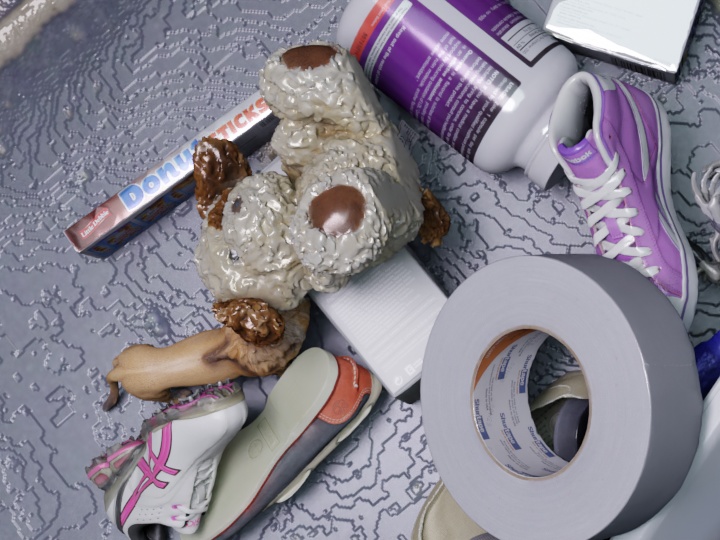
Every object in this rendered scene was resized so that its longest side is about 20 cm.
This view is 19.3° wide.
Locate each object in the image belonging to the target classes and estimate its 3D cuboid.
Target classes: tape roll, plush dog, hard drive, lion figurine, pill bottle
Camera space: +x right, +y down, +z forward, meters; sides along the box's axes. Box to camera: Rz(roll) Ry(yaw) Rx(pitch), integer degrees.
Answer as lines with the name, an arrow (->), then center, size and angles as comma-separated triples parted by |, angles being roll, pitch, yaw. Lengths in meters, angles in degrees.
tape roll -> 0.136, 0.088, 1.454 | 0.199, 0.066, 0.202 | 3, 94, 42
plush dog -> -0.042, -0.036, 1.506 | 0.171, 0.160, 0.201 | -26, 52, 18
hard drive -> 0.254, 0.138, 1.495 | 0.026, 0.131, 0.201 | 45, 116, 31
lion figurine -> -0.123, 0.066, 1.607 | 0.199, 0.122, 0.073 | -25, 82, 7
pill bottle -> 0.085, -0.151, 1.594 | 0.200, 0.112, 0.113 | 40, 92, 10

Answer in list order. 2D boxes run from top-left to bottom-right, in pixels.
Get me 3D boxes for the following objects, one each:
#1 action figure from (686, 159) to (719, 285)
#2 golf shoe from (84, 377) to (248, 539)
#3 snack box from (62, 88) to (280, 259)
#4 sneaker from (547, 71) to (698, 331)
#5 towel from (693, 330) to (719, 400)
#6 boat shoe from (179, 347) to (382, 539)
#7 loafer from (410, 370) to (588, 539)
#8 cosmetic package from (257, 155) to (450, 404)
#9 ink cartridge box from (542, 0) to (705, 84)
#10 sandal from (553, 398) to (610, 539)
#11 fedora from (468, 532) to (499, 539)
action figure -> 0.272, -0.032, 1.553 | 0.199, 0.119, 0.103 | -21, 87, 13
golf shoe -> -0.131, 0.147, 1.590 | 0.072, 0.200, 0.093 | -23, 79, -38
snack box -> -0.137, -0.076, 1.646 | 0.199, 0.072, 0.024 | -35, 82, 5
sneaker -> 0.173, -0.042, 1.484 | 0.072, 0.114, 0.202 | -20, 68, 31
towel -> 0.274, 0.084, 1.537 | 0.200, 0.148, 0.050 | -41, 46, 3
boat shoe -> -0.064, 0.143, 1.618 | 0.200, 0.062, 0.071 | -50, 43, 17
loafer -> 0.110, 0.152, 1.586 | 0.076, 0.068, 0.200 | 42, 92, 11
cosmetic package -> 0.000, 0.000, 1.600 | 0.090, 0.107, 0.200 | -37, 82, 3
ink cartridge box -> 0.222, -0.255, 1.612 | 0.108, 0.050, 0.201 | 19, 88, 11
sandal -> 0.176, 0.191, 1.534 | 0.043, 0.076, 0.202 | 3, 116, 29
fedora -> 0.099, 0.291, 1.549 | 0.090, 0.177, 0.200 | -18, 121, 40
